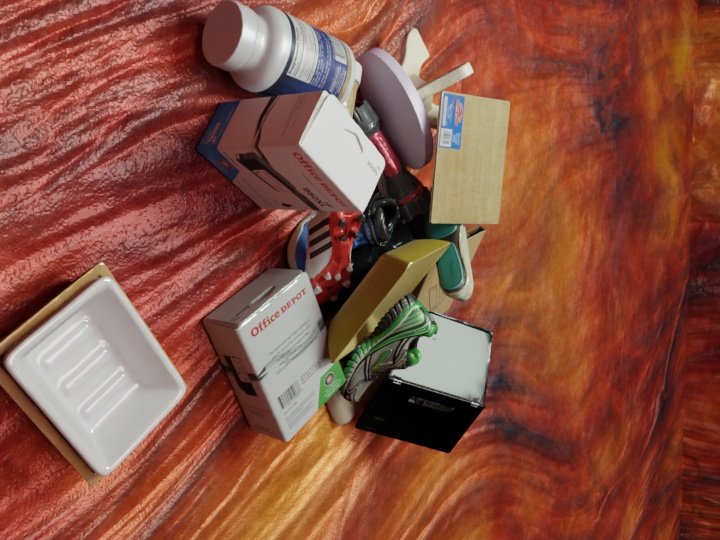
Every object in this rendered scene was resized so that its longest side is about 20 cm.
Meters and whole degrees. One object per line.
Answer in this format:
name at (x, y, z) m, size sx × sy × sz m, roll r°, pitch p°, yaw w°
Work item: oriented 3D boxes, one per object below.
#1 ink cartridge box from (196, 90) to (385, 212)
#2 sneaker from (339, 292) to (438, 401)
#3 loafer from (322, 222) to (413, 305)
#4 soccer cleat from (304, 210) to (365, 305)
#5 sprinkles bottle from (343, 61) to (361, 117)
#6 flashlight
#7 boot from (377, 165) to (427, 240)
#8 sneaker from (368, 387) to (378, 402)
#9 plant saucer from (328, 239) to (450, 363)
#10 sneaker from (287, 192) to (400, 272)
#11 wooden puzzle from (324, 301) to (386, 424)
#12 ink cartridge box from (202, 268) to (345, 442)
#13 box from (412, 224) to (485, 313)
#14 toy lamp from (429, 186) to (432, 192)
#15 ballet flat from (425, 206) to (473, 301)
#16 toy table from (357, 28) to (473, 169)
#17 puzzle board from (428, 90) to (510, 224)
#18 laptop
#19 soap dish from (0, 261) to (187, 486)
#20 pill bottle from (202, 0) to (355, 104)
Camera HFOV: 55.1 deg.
ink cartridge box at (-0.090, -0.149, 0.898) m, size 0.145 × 0.199 × 0.085 m, roll 43°, pitch 63°, yaw -43°
sneaker at (0.040, 0.134, 1.069) m, size 0.200 × 0.085 × 0.078 m, roll -51°, pitch 168°, yaw 19°
loafer at (0.000, 0.000, 1.126) m, size 0.199 × 0.072 × 0.073 m, roll -32°, pitch 82°, yaw -24°
soccer cleat at (-0.048, -0.034, 0.994) m, size 0.068 × 0.085 × 0.201 m, roll -11°, pitch 137°, yaw -30°
sprinkles bottle at (-0.047, -0.217, 1.042) m, size 0.068 × 0.068 × 0.202 m, roll 14°, pitch 85°, yaw -49°
flashlight at (0.042, -0.176, 1.112) m, size 0.068 × 0.067 × 0.201 m, roll -46°, pitch 110°, yaw -36°
boot at (0.091, -0.126, 1.198) m, size 0.073 × 0.090 × 0.201 m, roll -41°, pitch 124°, yaw -38°
sneaker at (0.109, 0.227, 1.278) m, size 0.199 × 0.147 × 0.081 m, roll -23°, pitch 77°, yaw -6°
plant saucer at (0.035, 0.031, 1.040) m, size 0.200 × 0.048 × 0.200 m, roll -53°, pitch 168°, yaw 23°
sneaker at (-0.018, -0.059, 1.064) m, size 0.200 × 0.111 × 0.077 m, roll -40°, pitch 124°, yaw -39°
wooden puzzle at (0.001, 0.133, 1.168) m, size 0.200 × 0.037 × 0.186 m, roll -41°, pitch 125°, yaw -38°
ink cartridge box at (-0.118, 0.116, 0.989) m, size 0.146 × 0.083 × 0.201 m, roll -40°, pitch 124°, yaw -39°
box at (0.146, 0.020, 1.260) m, size 0.163 × 0.021 × 0.201 m, roll -25°, pitch 143°, yaw -44°
toy lamp at (0.159, -0.173, 1.203) m, size 0.058 × 0.200 × 0.059 m, roll 20°, pitch 43°, yaw -20°
ballet flat at (0.148, -0.041, 1.137) m, size 0.062 × 0.067 × 0.202 m, roll 35°, pitch 46°, yaw -52°
toy table at (0.089, -0.282, 1.127) m, size 0.117 × 0.183 × 0.201 m, roll -35°, pitch 117°, yaw -24°
puzzle board at (0.173, -0.175, 1.101) m, size 0.150 × 0.017 × 0.202 m, roll -2°, pitch 100°, yaw -35°
laptop at (0.111, 0.187, 1.184) m, size 0.186 × 0.116 × 0.201 m, roll 19°, pitch 122°, yaw -16°
soap dish at (-0.304, 0.114, 0.773) m, size 0.157 × 0.081 × 0.201 m, roll -48°, pitch 129°, yaw -34°
pill bottle at (-0.108, -0.286, 0.928) m, size 0.199 × 0.110 × 0.112 m, roll 7°, pitch 90°, yaw -49°
